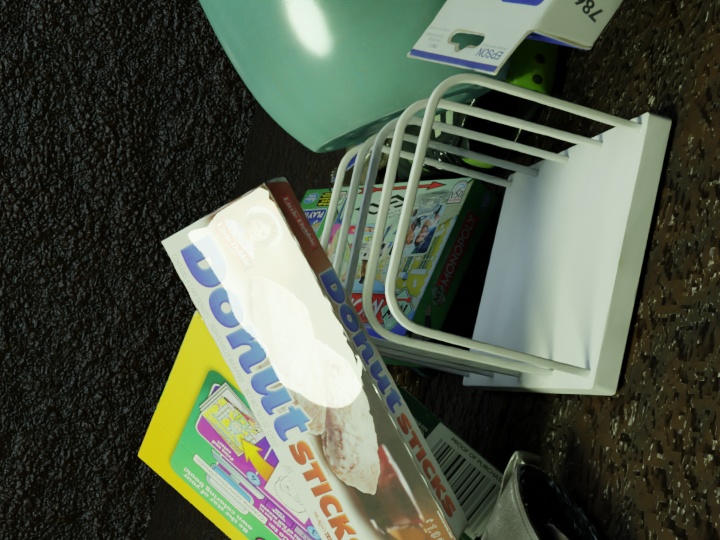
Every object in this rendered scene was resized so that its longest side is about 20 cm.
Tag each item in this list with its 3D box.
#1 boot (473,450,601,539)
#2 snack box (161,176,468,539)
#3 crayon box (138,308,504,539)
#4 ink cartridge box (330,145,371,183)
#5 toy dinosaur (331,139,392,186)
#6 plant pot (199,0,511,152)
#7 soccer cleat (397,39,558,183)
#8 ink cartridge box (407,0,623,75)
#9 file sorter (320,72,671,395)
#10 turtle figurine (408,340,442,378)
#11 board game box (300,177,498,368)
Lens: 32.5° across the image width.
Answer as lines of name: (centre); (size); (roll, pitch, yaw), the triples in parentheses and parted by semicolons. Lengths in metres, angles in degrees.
boot: (0.062, 0.195, 0.549); (0.174, 0.069, 0.200); (-62, 23, 22)
snack box: (-0.023, 0.057, 0.625); (0.072, 0.200, 0.024); (-27, 3, 28)
crayon box: (-0.026, 0.119, 0.726); (0.058, 0.200, 0.173); (-43, -12, -38)
ink cartridge box: (0.045, -0.168, 0.941); (0.200, 0.041, 0.200); (-52, 7, -14)
toy dinosaur: (0.017, -0.145, 1.154); (0.102, 0.077, 0.200); (-178, 100, -71)
plant pot: (0.002, -0.166, 0.742); (0.201, 0.200, 0.161); (162, 88, -76)
soccer cleat: (0.073, -0.095, 0.852); (0.200, 0.067, 0.081); (127, 154, -55)
ink cartridge box: (0.112, -0.174, 0.626); (0.200, 0.039, 0.099); (-54, 29, -1)
file sorter: (0.057, -0.014, 0.676); (0.200, 0.124, 0.139); (161, 123, -76)
turtle figurine: (-0.008, 0.077, 0.958); (0.200, 0.101, 0.150); (-171, 96, -73)
board game box: (0.000, 0.000, 0.900); (0.200, 0.029, 0.135); (0, 59, 52)
